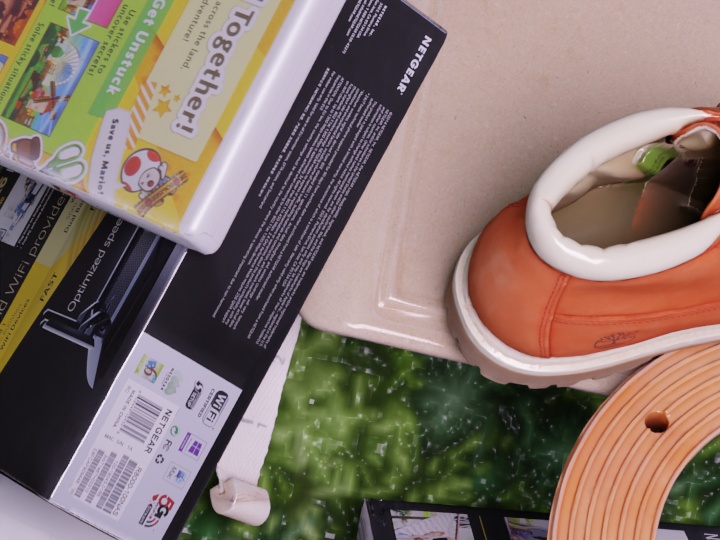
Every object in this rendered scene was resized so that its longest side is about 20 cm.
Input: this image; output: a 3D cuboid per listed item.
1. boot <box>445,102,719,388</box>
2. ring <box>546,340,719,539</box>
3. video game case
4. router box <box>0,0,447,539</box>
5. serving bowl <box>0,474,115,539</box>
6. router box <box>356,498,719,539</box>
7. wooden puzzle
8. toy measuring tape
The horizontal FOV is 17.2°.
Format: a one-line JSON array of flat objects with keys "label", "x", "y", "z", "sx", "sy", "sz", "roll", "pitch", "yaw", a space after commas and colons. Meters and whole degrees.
[{"label": "boot", "x": 0.132, "y": -0.022, "z": 0.782, "sx": 0.199, "sy": 0.107, "sz": 0.075, "roll": -18, "pitch": 71, "yaw": -16}, {"label": "ring", "x": 0.159, "y": 0.103, "z": 0.781, "sx": 0.199, "sy": 0.019, "sz": 0.201, "roll": 2, "pitch": 58, "yaw": -2}, {"label": "video game case", "x": -0.077, "y": -0.126, "z": 0.785, "sx": 0.181, "sy": 0.023, "sz": 0.201, "roll": 23, "pitch": 81, "yaw": 27}, {"label": "router box", "x": -0.073, "y": -0.016, "z": 0.825, "sx": 0.052, "sy": 0.157, "sz": 0.201, "roll": 33, "pitch": 83, "yaw": -32}, {"label": "serving bowl", "x": -0.151, "y": 0.166, "z": 0.853, "sx": 0.199, "sy": 0.066, "sz": 0.202, "roll": 1, "pitch": 87, "yaw": -10}, {"label": "router box", "x": 0.079, "y": 0.156, "z": 0.824, "sx": 0.148, "sy": 0.200, "sz": 0.051, "roll": 5, "pitch": 116, "yaw": -8}, {"label": "wooden puzzle", "x": 0.087, "y": -0.048, "z": 0.854, "sx": 0.199, "sy": 0.037, "sz": 0.186, "roll": 12, "pitch": 78, "yaw": -7}, {"label": "toy measuring tape", "x": 0.000, "y": 0.000, "z": 0.879, "sx": 0.073, "sy": 0.074, "sz": 0.201, "roll": 17, "pitch": 82, "yaw": -8}]
